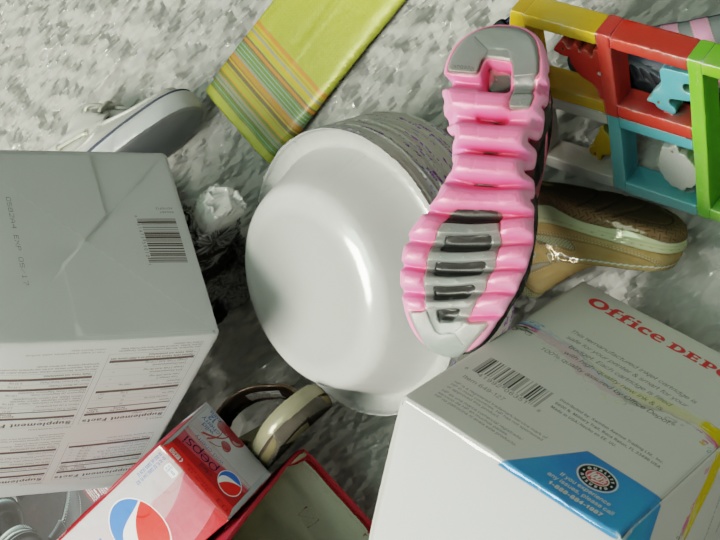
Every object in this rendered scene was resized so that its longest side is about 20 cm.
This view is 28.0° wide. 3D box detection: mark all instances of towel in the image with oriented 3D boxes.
[{"bbox_3d":[-0.033,-0.179,1.088,0.086,0.018,0.200,49,114,18],"label":"towel"}]

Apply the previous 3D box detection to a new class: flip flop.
[{"bbox_3d":[-0.074,0.111,1.031,0.058,0.200,0.081,44,69,1],"label":"flip flop"}]

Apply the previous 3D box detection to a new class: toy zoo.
[{"bbox_3d":[0.164,-0.101,0.901,0.199,0.132,0.020,23,58,32],"label":"toy zoo"}]

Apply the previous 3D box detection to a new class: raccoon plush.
[{"bbox_3d":[-0.135,-0.044,1.090,0.134,0.096,0.200,55,140,21],"label":"raccoon plush"}]

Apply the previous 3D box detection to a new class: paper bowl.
[{"bbox_3d":[0.000,0.000,0.976,0.200,0.104,0.202,20,118,41],"label":"paper bowl"}]

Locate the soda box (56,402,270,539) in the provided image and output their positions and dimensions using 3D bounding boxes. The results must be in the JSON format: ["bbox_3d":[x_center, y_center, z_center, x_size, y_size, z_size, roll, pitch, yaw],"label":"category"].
[{"bbox_3d":[-0.152,0.178,0.993,0.070,0.063,0.200,46,124,0],"label":"soda box"}]

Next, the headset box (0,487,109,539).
[{"bbox_3d":[-0.243,0.179,1.138,0.149,0.077,0.200,49,114,21],"label":"headset box"}]

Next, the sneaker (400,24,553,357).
[{"bbox_3d":[0.081,-0.042,0.879,0.078,0.095,0.201,12,81,19],"label":"sneaker"}]

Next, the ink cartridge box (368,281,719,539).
[{"bbox_3d":[0.125,0.127,0.852,0.147,0.199,0.145,31,126,29],"label":"ink cartridge box"}]

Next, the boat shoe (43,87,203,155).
[{"bbox_3d":[-0.209,-0.104,1.174,0.200,0.072,0.066,-32,77,38],"label":"boat shoe"}]

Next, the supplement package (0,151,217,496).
[{"bbox_3d":[-0.212,0.040,0.988,0.200,0.150,0.153,-57,44,46],"label":"supplement package"}]

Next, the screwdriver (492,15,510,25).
[{"bbox_3d":[0.123,-0.198,0.972,0.028,0.029,0.201,44,117,25],"label":"screwdriver"}]

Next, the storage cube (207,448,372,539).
[{"bbox_3d":[-0.069,0.265,0.980,0.171,0.200,0.180,46,117,-2],"label":"storage cube"}]

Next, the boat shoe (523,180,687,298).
[{"bbox_3d":[0.124,-0.019,0.956,0.199,0.071,0.077,18,106,43],"label":"boat shoe"}]

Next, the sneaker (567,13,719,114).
[{"bbox_3d":[0.226,-0.133,0.897,0.199,0.070,0.082,16,70,37],"label":"sneaker"}]
